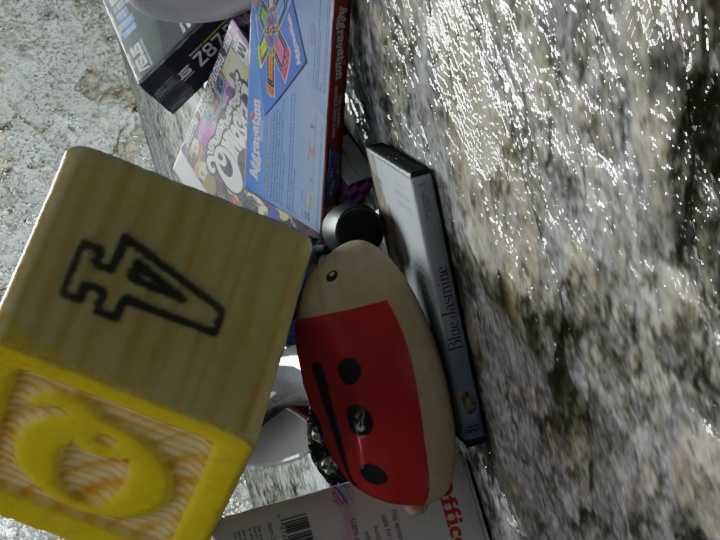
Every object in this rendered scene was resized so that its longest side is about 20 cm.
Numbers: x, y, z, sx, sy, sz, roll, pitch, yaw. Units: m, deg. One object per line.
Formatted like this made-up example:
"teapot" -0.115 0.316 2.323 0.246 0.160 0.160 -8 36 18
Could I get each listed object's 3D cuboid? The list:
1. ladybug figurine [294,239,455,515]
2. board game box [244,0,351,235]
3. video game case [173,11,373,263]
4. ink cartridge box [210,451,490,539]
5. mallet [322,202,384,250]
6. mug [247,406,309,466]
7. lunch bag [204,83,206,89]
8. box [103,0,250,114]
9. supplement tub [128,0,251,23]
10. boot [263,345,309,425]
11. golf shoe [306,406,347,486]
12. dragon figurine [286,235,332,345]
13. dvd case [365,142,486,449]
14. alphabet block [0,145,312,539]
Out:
"ladybug figurine" 0.006 0.081 1.372 0.136 0.072 0.201 -20 88 63
"board game box" -0.050 -0.137 1.483 0.103 0.019 0.201 31 128 41
"video game case" -0.075 -0.082 1.593 0.182 0.036 0.200 56 144 21
"ink cartridge box" -0.001 0.234 1.454 0.084 0.199 0.146 111 144 -79
"mallet" 0.015 0.043 1.462 0.066 0.041 0.201 -141 34 -74
"mug" -0.085 0.059 1.827 0.177 0.133 0.201 -37 36 45
"lunch bag" -0.103 -0.150 1.818 0.161 0.082 0.201 -116 15 -47
"box" -0.140 -0.244 1.671 0.049 0.161 0.200 39 -166 -33
"supplement tub" -0.136 -0.312 1.540 0.132 0.131 0.201 102 161 -70
"boot" -0.081 0.116 1.614 0.070 0.132 0.200 49 172 -16
"golf shoe" -0.007 0.174 1.789 0.088 0.077 0.201 -112 10 -74
"dragon figurine" -0.073 0.024 1.520 0.059 0.199 0.100 26 -110 -66
"dvd case" 0.045 0.014 1.389 0.143 0.017 0.201 -139 35 -73
"alphabet block" -0.166 0.066 1.382 0.196 0.195 0.201 115 172 -47
